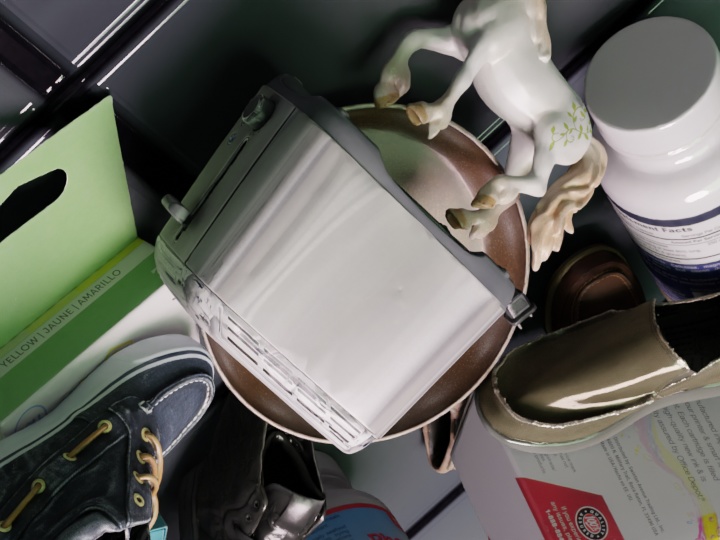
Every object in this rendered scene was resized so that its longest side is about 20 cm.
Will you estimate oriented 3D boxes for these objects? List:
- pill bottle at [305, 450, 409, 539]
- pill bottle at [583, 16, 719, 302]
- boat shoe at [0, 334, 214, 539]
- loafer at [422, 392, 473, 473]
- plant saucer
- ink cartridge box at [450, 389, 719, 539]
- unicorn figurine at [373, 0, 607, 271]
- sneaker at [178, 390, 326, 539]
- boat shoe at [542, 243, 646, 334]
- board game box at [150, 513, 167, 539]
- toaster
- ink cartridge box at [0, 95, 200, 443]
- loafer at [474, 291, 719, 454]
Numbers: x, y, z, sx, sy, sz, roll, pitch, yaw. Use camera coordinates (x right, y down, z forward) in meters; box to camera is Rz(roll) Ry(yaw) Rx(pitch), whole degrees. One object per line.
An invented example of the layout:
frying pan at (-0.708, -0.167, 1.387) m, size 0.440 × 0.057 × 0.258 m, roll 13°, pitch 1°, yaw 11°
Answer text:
pill bottle at (-0.006, 0.210, 1.201) m, size 0.108 × 0.200 × 0.109 m, roll -19°, pitch 137°, yaw -19°
pill bottle at (0.205, -0.061, 1.165) m, size 0.111 × 0.111 × 0.200 m, roll -37°, pitch 139°, yaw 1°
boat shoe at (-0.125, 0.109, 0.983) m, size 0.200 × 0.090 × 0.071 m, roll -34°, pitch 142°, yaw -41°
loafer at (0.054, 0.071, 1.218) m, size 0.062 × 0.072 × 0.201 m, roll -26°, pitch 141°, yaw -1°
plant saucer at (0.000, 0.000, 1.096) m, size 0.198 × 0.032 × 0.202 m, roll -6°, pitch 110°, yaw -16°
ink cartridge box at (0.178, 0.129, 1.187) m, size 0.198 × 0.147 × 0.083 m, roll -12°, pitch 146°, yaw -21°
unicorn figurine at (0.080, -0.111, 1.050) m, size 0.137 × 0.074 × 0.201 m, roll -42°, pitch 130°, yaw -19°
sneaker at (-0.062, 0.159, 1.147) m, size 0.060 × 0.202 × 0.104 m, roll 15°, pitch 144°, yaw -37°
boat shoe at (0.173, 0.062, 1.289) m, size 0.072 × 0.068 × 0.201 m, roll -28°, pitch 138°, yaw -9°
board game box at (-0.223, 0.222, 1.168) m, size 0.198 × 0.047 × 0.152 m, roll -9°, pitch 125°, yaw -29°
toaster at (-0.014, 0.004, 1.013) m, size 0.129 × 0.114 × 0.200 m, roll -47°, pitch 117°, yaw 0°
ink cartridge box at (-0.153, 0.029, 1.013) m, size 0.145 × 0.048 × 0.201 m, roll -42°, pitch 147°, yaw -33°
loafer at (0.161, 0.048, 1.138) m, size 0.198 × 0.076 × 0.070 m, roll -18°, pitch 148°, yaw -13°
